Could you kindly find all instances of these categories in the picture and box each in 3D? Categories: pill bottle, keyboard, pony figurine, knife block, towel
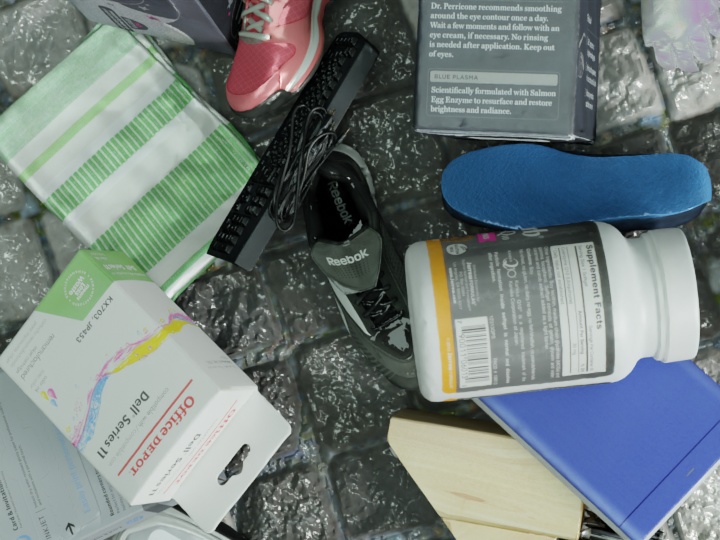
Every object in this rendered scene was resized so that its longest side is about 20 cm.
[{"bbox_3d":[0.135,0.027,1.442,0.198,0.116,0.117,-6,91,-1],"label":"pill bottle"},{"bbox_3d":[-0.055,-0.097,1.508,0.040,0.104,0.201,33,83,-28],"label":"keyboard"},{"bbox_3d":[0.279,-0.234,1.439,0.165,0.200,0.195,-11,106,3],"label":"pony figurine"},{"bbox_3d":[0.142,0.147,1.523,0.175,0.064,0.201,-37,86,8],"label":"knife block"},{"bbox_3d":[-0.174,-0.086,1.572,0.152,0.023,0.200,-44,85,-4],"label":"towel"}]

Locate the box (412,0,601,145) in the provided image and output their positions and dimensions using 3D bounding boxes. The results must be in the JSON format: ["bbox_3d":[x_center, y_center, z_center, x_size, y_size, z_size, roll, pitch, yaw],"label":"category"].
[{"bbox_3d":[0.110,-0.193,1.447,0.116,0.197,0.202,3,93,10],"label":"box"}]

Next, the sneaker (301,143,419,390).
[{"bbox_3d":[0.000,0.000,1.527,0.066,0.090,0.201,-22,89,11],"label":"sneaker"}]

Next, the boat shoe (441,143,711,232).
[{"bbox_3d":[0.159,-0.046,1.504,0.198,0.069,0.085,6,73,5],"label":"boat shoe"}]

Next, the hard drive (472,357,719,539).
[{"bbox_3d":[0.174,0.090,1.491,0.132,0.025,0.200,-43,72,-15],"label":"hard drive"}]

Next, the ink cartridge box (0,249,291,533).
[{"bbox_3d":[-0.160,0.092,1.502,0.200,0.067,0.117,43,104,19],"label":"ink cartridge box"}]

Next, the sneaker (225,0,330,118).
[{"bbox_3d":[-0.064,-0.213,1.511,0.073,0.087,0.201,15,77,49],"label":"sneaker"}]

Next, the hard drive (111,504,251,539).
[{"bbox_3d":[-0.156,0.288,1.593,0.139,0.038,0.201,28,97,8],"label":"hard drive"}]

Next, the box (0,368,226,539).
[{"bbox_3d":[-0.222,0.133,1.577,0.199,0.041,0.157,-26,73,8],"label":"box"}]

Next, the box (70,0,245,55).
[{"bbox_3d":[-0.154,-0.245,1.478,0.131,0.200,0.116,13,82,9],"label":"box"}]
